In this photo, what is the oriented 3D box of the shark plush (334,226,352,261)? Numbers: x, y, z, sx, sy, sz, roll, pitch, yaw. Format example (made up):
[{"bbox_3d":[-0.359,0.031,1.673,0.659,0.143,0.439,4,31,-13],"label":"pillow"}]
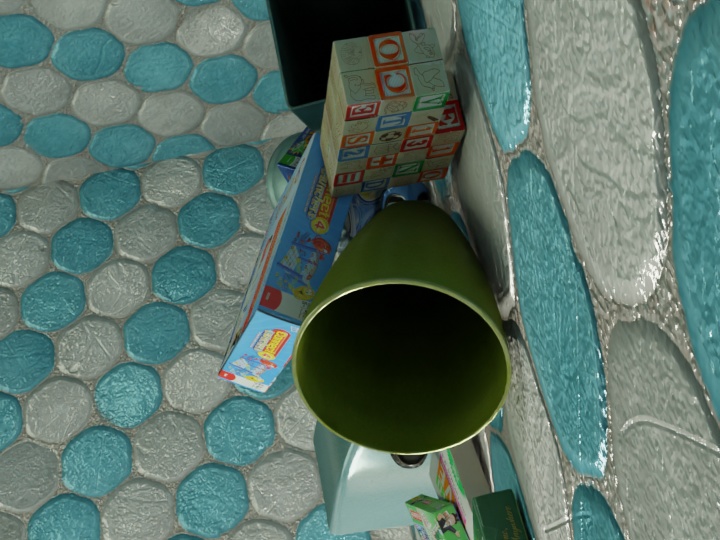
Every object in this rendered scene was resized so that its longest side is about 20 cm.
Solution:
[{"bbox_3d":[0.000,0.000,1.309,0.091,0.083,0.201,9,138,58],"label":"shark plush"}]

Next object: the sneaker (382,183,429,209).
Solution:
[{"bbox_3d":[0.055,-0.021,1.367,0.201,0.070,0.083,88,177,-54],"label":"sneaker"}]

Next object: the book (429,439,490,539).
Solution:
[{"bbox_3d":[0.128,0.268,1.374,0.201,0.047,0.135,86,167,-61],"label":"book"}]

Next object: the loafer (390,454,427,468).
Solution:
[{"bbox_3d":[0.068,0.138,1.375,0.072,0.072,0.203,142,132,-81],"label":"loafer"}]

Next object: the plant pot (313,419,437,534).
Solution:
[{"bbox_3d":[0.034,0.263,1.775,0.201,0.193,0.198,93,168,-45],"label":"plant pot"}]

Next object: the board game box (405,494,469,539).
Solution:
[{"bbox_3d":[0.111,0.354,1.432,0.200,0.029,0.136,136,111,-80],"label":"board game box"}]

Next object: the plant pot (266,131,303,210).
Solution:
[{"bbox_3d":[-0.062,-0.173,2.149,0.134,0.198,0.203,-6,96,60],"label":"plant pot"}]

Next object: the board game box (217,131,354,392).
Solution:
[{"bbox_3d":[-0.072,-0.003,1.142,0.196,0.055,0.202,128,160,-61],"label":"board game box"}]

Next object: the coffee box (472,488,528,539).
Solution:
[{"bbox_3d":[0.147,0.320,1.135,0.201,0.043,0.124,82,175,-50],"label":"coffee box"}]

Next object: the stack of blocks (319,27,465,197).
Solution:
[{"bbox_3d":[0.030,-0.135,0.995,0.200,0.114,0.059,105,153,-72],"label":"stack of blocks"}]

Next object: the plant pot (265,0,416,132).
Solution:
[{"bbox_3d":[-0.007,-0.224,1.205,0.200,0.140,0.143,56,-158,-79],"label":"plant pot"}]

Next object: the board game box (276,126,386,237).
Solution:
[{"bbox_3d":[-0.012,-0.107,1.377,0.034,0.136,0.201,18,153,37],"label":"board game box"}]

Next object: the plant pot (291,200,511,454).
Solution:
[{"bbox_3d":[0.043,0.027,1.027,0.201,0.185,0.189,-80,-15,-54],"label":"plant pot"}]
